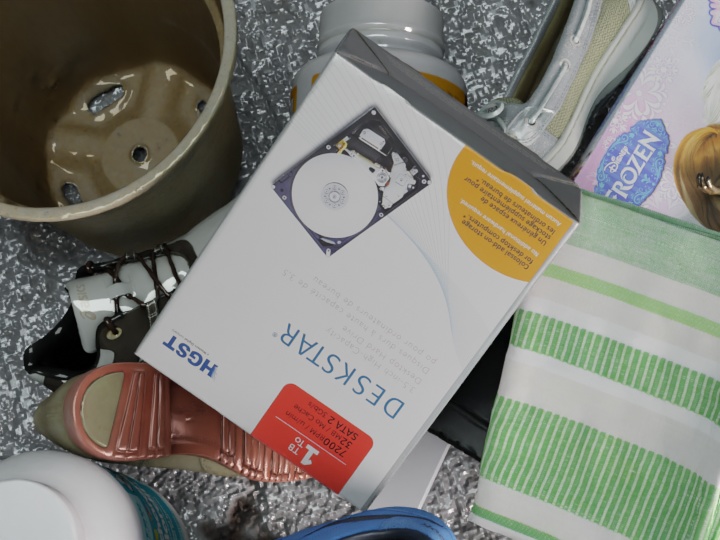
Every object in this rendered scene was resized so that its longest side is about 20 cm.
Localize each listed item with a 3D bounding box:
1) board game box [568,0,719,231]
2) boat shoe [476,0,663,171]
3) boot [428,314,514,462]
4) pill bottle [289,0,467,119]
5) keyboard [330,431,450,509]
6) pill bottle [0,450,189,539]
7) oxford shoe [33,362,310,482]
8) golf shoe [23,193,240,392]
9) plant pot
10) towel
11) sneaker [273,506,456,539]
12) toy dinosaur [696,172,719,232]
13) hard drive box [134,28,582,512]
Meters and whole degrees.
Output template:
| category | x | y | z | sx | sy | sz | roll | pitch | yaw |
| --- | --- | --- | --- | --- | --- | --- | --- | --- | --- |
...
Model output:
| category | x | y | z | sx | sy | sz | roll | pitch | yaw |
| --- | --- | --- | --- | --- | --- | --- | --- | --- | --- |
| board game box | 0.237 | -0.055 | 1.078 | 0.199 | 0.041 | 0.201 | 33 | 71 | -1 |
| boat shoe | 0.100 | -0.100 | 1.075 | 0.065 | 0.074 | 0.202 | 43 | 70 | -11 |
| boot | 0.151 | 0.064 | 1.088 | 0.199 | 0.076 | 0.169 | 30 | 85 | 15 |
| pill bottle | 0.010 | -0.059 | 1.112 | 0.108 | 0.109 | 0.202 | 0 | 75 | 7 |
| keyboard | 0.048 | 0.057 | 1.138 | 0.056 | 0.011 | 0.201 | 25 | 83 | 6 |
| pill bottle | -0.166 | 0.162 | 1.044 | 0.110 | 0.200 | 0.112 | -1 | 78 | 7 |
| oxford shoe | -0.096 | 0.086 | 1.088 | 0.199 | 0.074 | 0.071 | 13 | 76 | -36 |
| golf shoe | -0.117 | 0.018 | 1.081 | 0.200 | 0.094 | 0.078 | -45 | 51 | 26 |
| plant pot | -0.151 | -0.098 | 1.100 | 0.199 | 0.184 | 0.202 | -3 | 73 | 9 |
| towel | 0.142 | 0.068 | 1.003 | 0.152 | 0.023 | 0.202 | 19 | 104 | 30 |
| sneaker | -0.044 | 0.170 | 0.964 | 0.199 | 0.078 | 0.066 | -19 | 79 | 4 |
| toy dinosaur | 0.260 | -0.033 | 1.036 | 0.198 | 0.058 | 0.102 | -6 | 92 | -6 |
| hard drive box | 0.000 | 0.000 | 0.992 | 0.155 | 0.077 | 0.201 | 33 | 108 | -3 |
